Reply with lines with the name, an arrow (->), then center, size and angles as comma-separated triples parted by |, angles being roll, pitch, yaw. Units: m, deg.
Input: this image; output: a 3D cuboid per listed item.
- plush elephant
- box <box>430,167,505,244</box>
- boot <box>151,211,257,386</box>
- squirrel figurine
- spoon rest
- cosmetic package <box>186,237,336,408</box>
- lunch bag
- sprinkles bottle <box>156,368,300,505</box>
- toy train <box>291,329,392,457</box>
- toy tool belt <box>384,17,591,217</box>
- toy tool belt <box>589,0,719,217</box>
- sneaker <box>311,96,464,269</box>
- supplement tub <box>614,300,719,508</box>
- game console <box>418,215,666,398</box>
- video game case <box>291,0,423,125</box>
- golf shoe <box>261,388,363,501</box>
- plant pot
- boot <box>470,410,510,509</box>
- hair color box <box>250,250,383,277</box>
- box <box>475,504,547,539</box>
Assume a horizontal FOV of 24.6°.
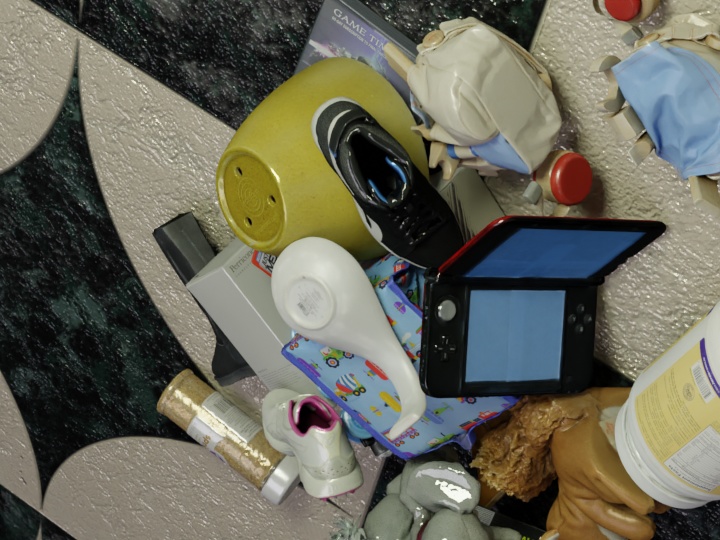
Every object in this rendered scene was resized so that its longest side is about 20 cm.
plush elephant -> 0.084, 0.268, 1.653 | 0.154, 0.199, 0.166 | 2, 91, 40
box -> 0.119, -0.002, 1.629 | 0.082, 0.068, 0.201 | -19, 111, 49
boot -> -0.181, 0.032, 1.923 | 0.201, 0.066, 0.165 | 54, 152, -6
squirrel figurine -> 0.217, 0.201, 1.656 | 0.199, 0.142, 0.187 | 28, 140, 8
spoon rest -> -0.007, 0.058, 1.516 | 0.099, 0.061, 0.201 | -40, 84, 31
cosmetic package -> -0.084, 0.054, 1.828 | 0.200, 0.108, 0.085 | 52, 142, -12
lunch bag -> 0.050, 0.097, 1.599 | 0.150, 0.094, 0.200 | -33, 103, 32
sprinkles bottle -> -0.160, 0.207, 2.064 | 0.199, 0.068, 0.068 | 37, 141, 9
toy train -> 0.005, 0.095, 1.749 | 0.201, 0.114, 0.087 | 61, 171, 6
toy tool belt -> 0.112, -0.135, 1.478 | 0.122, 0.125, 0.200 | 11, 153, 51
toy tool belt -> 0.251, -0.147, 1.339 | 0.200, 0.123, 0.125 | 49, 141, -7
sneaker -> 0.033, -0.059, 1.462 | 0.200, 0.073, 0.112 | 48, -178, -25
supplement tub -> 0.331, 0.120, 1.492 | 0.145, 0.145, 0.200 | 41, 142, 3
game console -> 0.167, 0.036, 1.502 | 0.118, 0.199, 0.174 | 8, 96, 58
video game case -> -0.002, -0.169, 1.625 | 0.143, 0.019, 0.200 | 38, 140, 8
golf shoe -> -0.054, 0.158, 1.720 | 0.200, 0.075, 0.092 | 40, 145, 57
plant pot -> -0.053, -0.088, 1.571 | 0.199, 0.141, 0.202 | 24, 125, 39
boot -> 0.129, 0.163, 1.781 | 0.144, 0.071, 0.202 | 41, 139, 14
hair color box -> 0.000, 0.000, 1.702 | 0.199, 0.111, 0.064 | 36, 141, 10
box -> 0.203, 0.328, 1.815 | 0.199, 0.048, 0.193 | 19, 159, 27
